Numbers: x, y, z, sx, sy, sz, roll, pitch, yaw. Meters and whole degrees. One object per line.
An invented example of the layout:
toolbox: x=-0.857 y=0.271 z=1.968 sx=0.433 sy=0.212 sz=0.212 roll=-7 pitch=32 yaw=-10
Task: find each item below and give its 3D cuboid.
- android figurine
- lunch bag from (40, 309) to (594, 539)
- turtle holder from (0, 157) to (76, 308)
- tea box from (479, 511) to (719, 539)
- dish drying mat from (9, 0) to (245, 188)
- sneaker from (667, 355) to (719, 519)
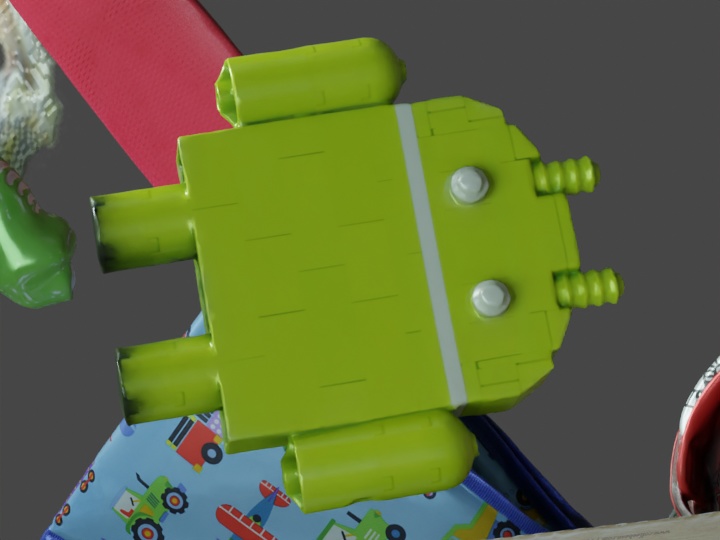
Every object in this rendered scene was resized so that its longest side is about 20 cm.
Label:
android figurine: x=0.000 y=0.000 z=1.055 sx=0.199 sy=0.041 sz=0.182 roll=-7 pitch=76 yaw=-5
lunch bag: x=-0.004 y=0.113 z=1.120 sx=0.200 sy=0.094 sz=0.151 roll=43 pitch=116 yaw=12
turtle holder: x=-0.221 y=0.001 z=1.232 sx=0.185 sy=0.141 sz=0.132 roll=-23 pitch=101 yaw=-4
tea box: x=0.109 y=0.198 z=0.963 sx=0.200 sy=0.134 sz=0.197 roll=-10 pitch=133 yaw=35
dish drying mat: x=-0.106 y=-0.111 z=1.190 sx=0.200 sy=0.018 sz=0.077 roll=51 pitch=121 yaw=17
sneaker: x=0.134 y=0.094 z=0.997 sx=0.067 sy=0.108 sz=0.202 roll=41 pitch=118 yaw=23
